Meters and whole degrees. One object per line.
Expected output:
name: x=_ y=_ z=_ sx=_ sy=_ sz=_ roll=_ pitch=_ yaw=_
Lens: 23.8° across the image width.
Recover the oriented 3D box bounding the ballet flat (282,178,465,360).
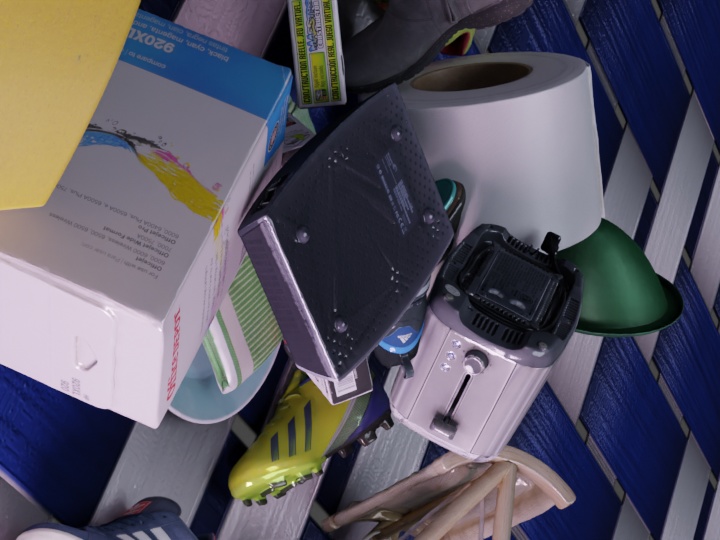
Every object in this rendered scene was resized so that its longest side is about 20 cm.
ballet flat: x=0.021 y=0.009 z=1.394 sx=0.068 sy=0.200 sz=0.068 roll=43 pitch=13 yaw=-30

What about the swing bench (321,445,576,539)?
swing bench: x=0.042 y=0.242 z=1.382 sx=0.129 sy=0.199 sz=0.201 roll=38 pitch=53 yaw=-11

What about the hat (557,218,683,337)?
hat: x=0.242 y=-0.048 z=1.711 sx=0.198 sy=0.166 sz=0.177 roll=-7 pitch=120 yaw=-23

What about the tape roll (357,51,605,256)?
tape roll: x=0.103 y=-0.100 z=1.475 sx=0.202 sy=0.201 sz=0.140 roll=-33 pitch=120 yaw=-52

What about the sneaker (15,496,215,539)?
sneaker: x=-0.167 y=0.193 z=1.197 sx=0.200 sy=0.074 sz=0.085 roll=39 pitch=45 yaw=-52

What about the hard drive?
hard drive: x=-0.008 y=-0.028 z=1.134 sx=0.200 sy=0.042 sz=0.136 roll=-50 pitch=124 yaw=-50

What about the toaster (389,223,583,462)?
toaster: x=0.098 y=0.055 z=1.339 sx=0.130 sy=0.113 sz=0.200 roll=-65 pitch=176 yaw=31

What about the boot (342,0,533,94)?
boot: x=0.033 y=-0.231 z=1.382 sx=0.131 sy=0.199 sz=0.070 roll=36 pitch=33 yaw=-44

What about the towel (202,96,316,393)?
towel: x=-0.075 y=-0.021 z=1.315 sx=0.200 sy=0.023 sz=0.153 roll=-56 pitch=138 yaw=-43

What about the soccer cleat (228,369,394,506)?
soccer cleat: x=-0.050 y=0.128 z=1.398 sx=0.200 sy=0.065 sz=0.084 roll=-27 pitch=86 yaw=-50

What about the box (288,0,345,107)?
box: x=-0.034 y=-0.191 z=1.289 sx=0.200 sy=0.034 sz=0.111 roll=-97 pitch=-179 yaw=-77

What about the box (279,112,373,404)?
box: x=-0.043 y=-0.015 z=1.245 sx=0.034 sy=0.110 sz=0.201 roll=-19 pitch=117 yaw=-15

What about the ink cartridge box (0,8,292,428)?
ink cartridge box: x=-0.149 y=-0.036 z=1.076 sx=0.148 sy=0.144 sz=0.201 roll=105 pitch=8 yaw=-59

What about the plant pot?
plant pot: x=-0.249 y=-0.130 z=0.920 sx=0.199 sy=0.199 sz=0.178 roll=-8 pitch=111 yaw=-58

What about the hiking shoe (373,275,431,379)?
hiking shoe: x=0.000 y=0.000 z=1.295 sx=0.200 sy=0.074 sz=0.087 roll=-115 pitch=-157 yaw=-62

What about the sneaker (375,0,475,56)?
sneaker: x=0.054 y=-0.231 z=1.502 sx=0.199 sy=0.078 sz=0.091 roll=3 pitch=100 yaw=-55

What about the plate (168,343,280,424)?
plate: x=-0.117 y=0.015 z=1.292 sx=0.200 sy=0.025 sz=0.202 roll=-11 pitch=103 yaw=-59
